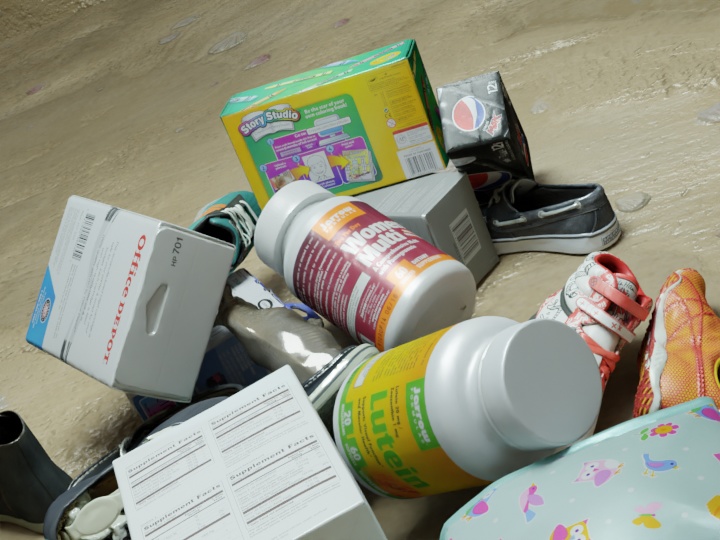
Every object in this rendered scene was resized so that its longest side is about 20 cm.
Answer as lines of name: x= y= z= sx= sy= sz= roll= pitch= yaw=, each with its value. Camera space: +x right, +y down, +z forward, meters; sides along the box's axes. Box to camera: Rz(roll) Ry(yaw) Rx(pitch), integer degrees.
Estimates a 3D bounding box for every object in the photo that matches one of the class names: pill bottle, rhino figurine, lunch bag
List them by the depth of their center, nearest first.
lunch bag: x=0.151 y=0.186 z=0.779 sx=0.199 sy=0.123 sz=0.171 roll=-18 pitch=27 yaw=1
pill bottle: x=0.073 y=0.095 z=0.914 sx=0.111 sy=0.111 sz=0.200 roll=-43 pitch=9 yaw=-33
rhino figurine: x=-0.067 y=0.063 z=1.150 sx=0.199 sy=0.060 sz=0.087 roll=30 pitch=9 yaw=24
pill bottle: x=0.000 y=0.000 z=1.189 sx=0.109 sy=0.110 sz=0.200 roll=-38 pitch=52 yaw=-25

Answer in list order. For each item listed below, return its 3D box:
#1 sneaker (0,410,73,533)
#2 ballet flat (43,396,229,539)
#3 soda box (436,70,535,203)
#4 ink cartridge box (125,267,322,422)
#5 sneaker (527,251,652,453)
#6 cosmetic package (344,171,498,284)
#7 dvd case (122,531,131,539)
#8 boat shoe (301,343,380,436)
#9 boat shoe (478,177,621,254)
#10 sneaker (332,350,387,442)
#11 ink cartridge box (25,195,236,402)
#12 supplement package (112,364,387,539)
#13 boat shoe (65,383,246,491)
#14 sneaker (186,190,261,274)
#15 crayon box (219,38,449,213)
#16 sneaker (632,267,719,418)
sneaker: x=-0.348 y=0.178 z=1.233 sx=0.199 sy=0.107 sz=0.075 roll=-2 pitch=34 yaw=39
ballet flat: x=-0.176 y=0.175 z=1.086 sx=0.199 sy=0.073 sz=0.073 roll=-33 pitch=27 yaw=-3
soda box: x=0.127 y=-0.123 z=1.287 sx=0.063 sy=0.071 sz=0.200 roll=-12 pitch=-15 yaw=13
ink cartridge box: x=-0.136 y=0.076 z=1.272 sx=0.199 sy=0.077 sz=0.136 roll=-33 pitch=26 yaw=-11
sneaker: x=0.168 y=0.064 z=0.994 sx=0.108 sy=0.067 sz=0.202 roll=-51 pitch=11 yaw=32
cosmetic package: x=0.026 y=-0.034 z=1.303 sx=0.199 sy=0.107 sz=0.090 roll=-1 pitch=34 yaw=42
dvd case: x=-0.118 y=0.209 z=1.078 sx=0.199 sy=0.018 sz=0.143 roll=-28 pitch=26 yaw=-6
boat shoe: x=-0.066 y=0.121 z=1.031 sx=0.200 sy=0.075 sz=0.062 roll=-43 pitch=66 yaw=10
boat shoe: x=0.156 y=-0.058 z=1.276 sx=0.199 sy=0.068 sz=0.072 roll=4 pitch=38 yaw=45
sneaker: x=0.045 y=0.107 z=1.061 sx=0.199 sy=0.076 sz=0.077 roll=-25 pitch=31 yaw=3
ink cartridge box: x=-0.211 y=0.022 z=1.181 sx=0.199 sy=0.085 sz=0.148 roll=16 pitch=88 yaw=52
supplement package: x=-0.060 y=0.198 z=0.898 sx=0.150 sy=0.153 sz=0.200 roll=-28 pitch=26 yaw=-6
boat shoe: x=-0.176 y=0.161 z=1.153 sx=0.199 sy=0.060 sz=0.074 roll=-23 pitch=51 yaw=1
sneaker: x=-0.138 y=-0.029 z=1.315 sx=0.080 sy=0.072 sz=0.200 roll=-25 pitch=15 yaw=37
crayon box: x=-0.023 y=-0.136 z=1.281 sx=0.199 sy=0.119 sz=0.058 roll=-15 pitch=26 yaw=17
sneaker: x=0.251 y=0.065 z=0.993 sx=0.077 sy=0.073 sz=0.200 roll=15 pitch=33 yaw=7
